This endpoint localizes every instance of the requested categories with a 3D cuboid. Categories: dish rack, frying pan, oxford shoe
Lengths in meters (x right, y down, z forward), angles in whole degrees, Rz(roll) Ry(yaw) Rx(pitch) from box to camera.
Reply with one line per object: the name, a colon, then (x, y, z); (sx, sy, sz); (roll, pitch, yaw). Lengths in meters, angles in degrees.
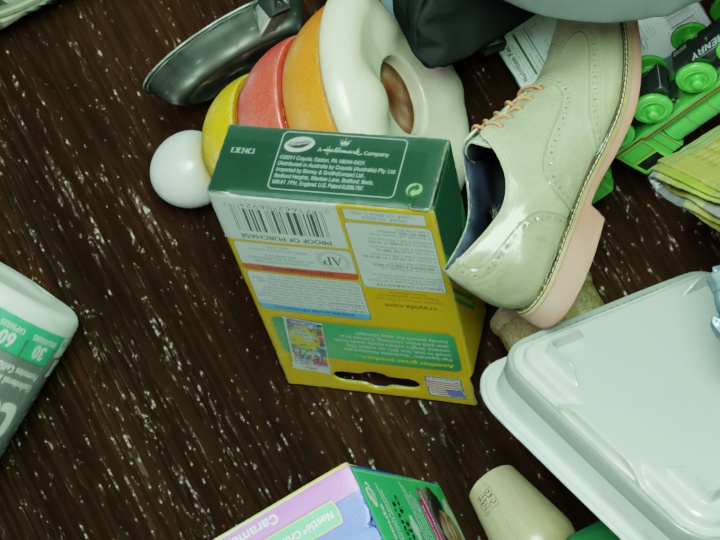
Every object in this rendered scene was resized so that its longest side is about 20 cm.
dish rack: (0.180, 0.067, 0.856); (0.172, 0.199, 0.044); (45, 136, 31)
frying pan: (-0.055, -0.152, 0.988); (0.190, 0.115, 0.031); (-33, 87, 33)
oxford shoe: (0.097, -0.074, 0.870); (0.073, 0.071, 0.201); (20, 69, -15)

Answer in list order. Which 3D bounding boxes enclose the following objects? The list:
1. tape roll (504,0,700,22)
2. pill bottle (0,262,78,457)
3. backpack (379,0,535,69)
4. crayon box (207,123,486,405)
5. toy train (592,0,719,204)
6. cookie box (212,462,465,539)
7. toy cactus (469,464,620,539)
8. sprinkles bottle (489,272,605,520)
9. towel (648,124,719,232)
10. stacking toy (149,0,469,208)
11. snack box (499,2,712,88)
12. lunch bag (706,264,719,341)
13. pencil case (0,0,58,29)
tape roll: (0.123, -0.221, 0.811); (0.199, 0.066, 0.201); (-4, 61, 7)
pill bottle: (-0.272, 0.088, 1.023); (0.113, 0.113, 0.201); (31, 90, 18)
backpack: (0.040, -0.236, 0.938); (0.163, 0.154, 0.200); (-30, 45, -11)
crayon box: (0.000, 0.000, 0.937); (0.125, 0.200, 0.052); (6, 57, 16)
toy train: (0.160, -0.085, 0.920); (0.200, 0.056, 0.042); (-35, 41, 40)
cookie box: (-0.035, 0.181, 0.896); (0.171, 0.200, 0.076); (-30, 74, 8)
toy cactus: (0.108, 0.178, 0.875); (0.165, 0.102, 0.201); (53, 129, 32)
sprinkles bottle: (0.147, 0.098, 0.929); (0.068, 0.068, 0.201); (-31, 74, 9)
towel: (0.248, -0.077, 0.817); (0.199, 0.144, 0.023); (-30, 106, -3)
stacking toy: (-0.045, -0.078, 1.000); (0.199, 0.146, 0.147); (-18, 76, 31)
snack box: (0.116, -0.192, 1.001); (0.116, 0.037, 0.201); (-31, 74, 9)
lunch bag: (0.286, 0.031, 0.794); (0.199, 0.127, 0.170); (-29, 80, 1)
pencil case: (-0.213, -0.206, 1.073); (0.199, 0.078, 0.090); (-24, 56, 10)
